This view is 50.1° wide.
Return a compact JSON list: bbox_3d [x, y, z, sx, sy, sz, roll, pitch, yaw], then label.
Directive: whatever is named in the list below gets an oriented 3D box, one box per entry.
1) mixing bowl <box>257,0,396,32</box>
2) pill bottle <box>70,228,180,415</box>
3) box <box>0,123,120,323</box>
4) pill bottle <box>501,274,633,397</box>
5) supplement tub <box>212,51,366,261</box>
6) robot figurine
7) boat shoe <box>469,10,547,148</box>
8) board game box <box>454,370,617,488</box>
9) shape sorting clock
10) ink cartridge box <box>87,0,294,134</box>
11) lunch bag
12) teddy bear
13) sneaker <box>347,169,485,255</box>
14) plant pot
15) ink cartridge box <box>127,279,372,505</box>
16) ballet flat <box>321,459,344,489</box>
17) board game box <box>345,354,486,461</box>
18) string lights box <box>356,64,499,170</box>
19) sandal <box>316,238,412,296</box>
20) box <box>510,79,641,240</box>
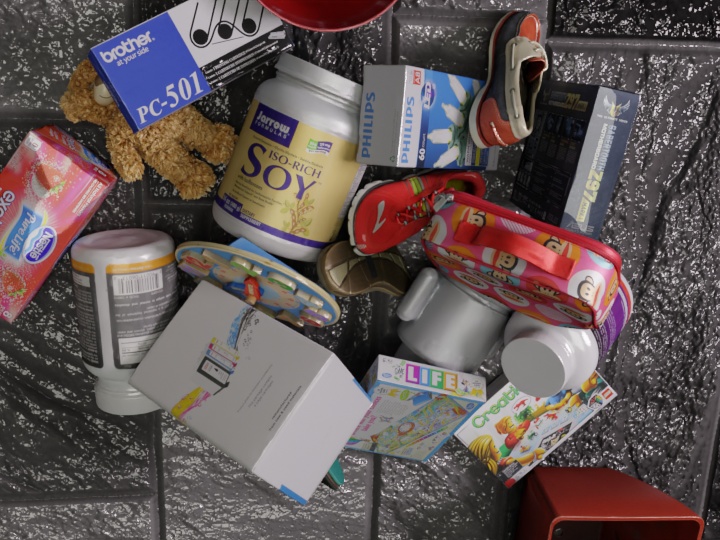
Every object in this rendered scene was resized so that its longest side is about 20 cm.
[{"bbox_3d":[-0.042,-0.357,0.817,0.200,0.108,0.200,-2,106,-8],"label":"mixing bowl"},{"bbox_3d":[-0.270,0.058,0.903,0.116,0.116,0.200,-2,107,-7],"label":"pill bottle"},{"bbox_3d":[-0.370,-0.055,0.866,0.100,0.095,0.200,36,98,-16],"label":"box"},{"bbox_3d":[0.246,0.068,0.927,0.112,0.200,0.113,17,123,29],"label":"pill bottle"},{"bbox_3d":[-0.067,-0.125,0.862,0.145,0.145,0.200,20,103,-13],"label":"supplement tub"},{"bbox_3d":[0.124,0.054,0.957,0.170,0.113,0.200,24,103,-35],"label":"robot figurine"},{"bbox_3d":[0.177,-0.219,0.860,0.071,0.063,0.200,45,53,-35],"label":"boat shoe"},{"bbox_3d":[0.234,0.189,1.052,0.200,0.035,0.126,-43,107,6],"label":"board game box"},{"bbox_3d":[-0.119,0.020,0.880,0.200,0.200,0.039,31,68,-15],"label":"shape sorting clock"},{"bbox_3d":[-0.180,-0.237,0.832,0.200,0.044,0.094,-34,107,-18],"label":"ink cartridge box"},{"bbox_3d":[0.162,-0.010,0.792,0.200,0.176,0.082,23,85,22],"label":"lunch bag"},{"bbox_3d":[-0.234,-0.166,0.868,0.145,0.067,0.200,-36,108,1],"label":"teddy bear"},{"bbox_3d":[0.068,-0.077,0.882,0.200,0.085,0.077,-31,113,-36],"label":"sneaker"},{"bbox_3d":[0.306,0.368,1.041,0.200,0.176,0.200,3,107,-9],"label":"plant pot"},{"bbox_3d":[-0.121,0.135,0.865,0.145,0.200,0.147,-55,148,-15],"label":"ink cartridge box"},{"bbox_3d":[-0.088,0.200,1.001,0.068,0.068,0.200,-21,98,9],"label":"ballet flat"},{"bbox_3d":[0.055,0.178,0.963,0.134,0.034,0.200,13,143,-12],"label":"board game box"},{"bbox_3d":[0.082,-0.164,0.851,0.200,0.059,0.103,-8,106,-50],"label":"string lights box"},{"bbox_3d":[0.000,0.000,0.906,0.054,0.200,0.080,-21,82,30],"label":"sandal"},{"bbox_3d":[0.235,-0.131,0.872,0.051,0.200,0.158,10,104,-7],"label":"box"}]
